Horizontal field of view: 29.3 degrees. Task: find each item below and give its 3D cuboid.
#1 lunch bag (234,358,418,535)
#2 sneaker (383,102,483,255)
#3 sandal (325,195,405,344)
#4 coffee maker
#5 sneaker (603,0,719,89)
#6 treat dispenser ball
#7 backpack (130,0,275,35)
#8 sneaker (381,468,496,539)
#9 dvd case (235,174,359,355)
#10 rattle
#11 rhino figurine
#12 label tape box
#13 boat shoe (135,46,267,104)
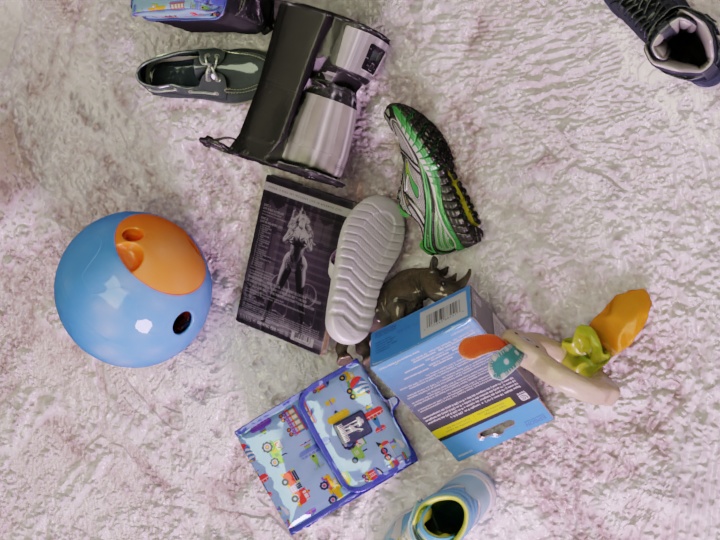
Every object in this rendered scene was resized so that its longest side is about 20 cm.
[{"bbox_3d":[-0.032,0.218,1.757,0.200,0.094,0.151,-32,81,8],"label":"lunch bag"},{"bbox_3d":[0.071,-0.111,1.682,0.085,0.078,0.200,-24,85,24],"label":"sneaker"},{"bbox_3d":[-0.006,-0.004,1.695,0.050,0.082,0.203,-24,41,56],"label":"sandal"},{"bbox_3d":[-0.081,-0.222,1.690,0.192,0.135,0.200,18,91,-1],"label":"coffee maker"},{"bbox_3d":[0.327,-0.285,1.530,0.202,0.146,0.077,46,110,14],"label":"sneaker"},{"bbox_3d":[-0.291,0.024,1.771,0.200,0.201,0.201,2,95,22],"label":"treat dispenser ball"},{"bbox_3d":[-0.188,-0.403,1.719,0.182,0.134,0.200,11,93,41],"label":"backpack"},{"bbox_3d":[0.072,0.327,1.689,0.080,0.131,0.200,45,109,11],"label":"sneaker"},{"bbox_3d":[-0.082,-0.009,1.767,0.149,0.016,0.200,20,103,34],"label":"dvd case"},{"bbox_3d":[0.228,0.070,1.572,0.200,0.130,0.143,25,120,-26],"label":"rattle"},{"bbox_3d":[0.051,0.043,1.707,0.200,0.060,0.088,-29,53,20],"label":"rhino figurine"},{"bbox_3d":[0.124,0.128,1.674,0.144,0.063,0.200,-27,125,21],"label":"label tape box"},{"bbox_3d":[-0.198,-0.253,1.786,0.200,0.062,0.073,2,93,21],"label":"boat shoe"}]
